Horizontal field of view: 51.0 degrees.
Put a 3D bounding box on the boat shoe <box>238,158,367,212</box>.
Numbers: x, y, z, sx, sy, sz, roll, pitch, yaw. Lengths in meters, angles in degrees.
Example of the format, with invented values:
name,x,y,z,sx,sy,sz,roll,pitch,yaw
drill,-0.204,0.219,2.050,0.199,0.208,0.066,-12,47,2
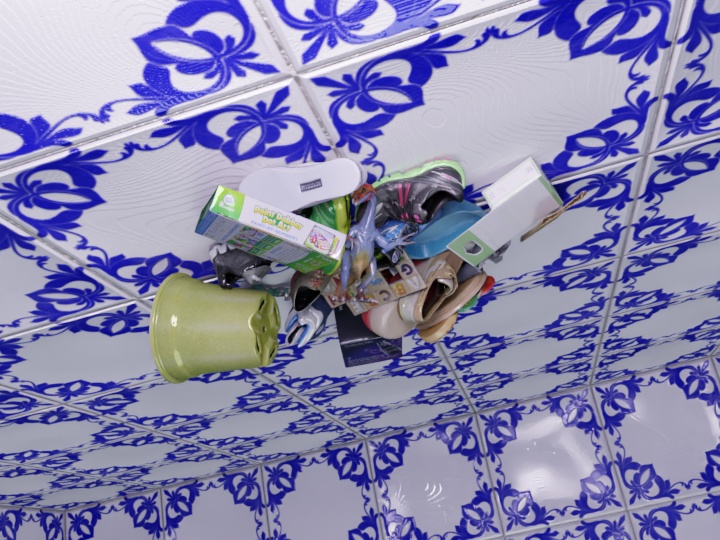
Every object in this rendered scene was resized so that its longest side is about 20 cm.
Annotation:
name,x,y,z,sx,sy,sz,roll,pitch,yaw
boat shoe,-0.083,-0.128,1.123,0.197,0.072,0.070,-12,-177,19

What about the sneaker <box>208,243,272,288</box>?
name,x,y,z,sx,sy,sz,roll,pitch,yaw
sneaker,-0.172,-0.023,1.291,0.198,0.092,0.066,-21,155,23

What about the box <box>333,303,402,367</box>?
name,x,y,z,sx,sy,sz,roll,pitch,yaw
box,0.019,0.140,1.753,0.145,0.106,0.201,-11,158,0

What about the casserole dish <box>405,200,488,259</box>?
name,x,y,z,sx,sy,sz,roll,pitch,yaw
casserole dish,0.145,-0.078,1.389,0.198,0.039,0.120,-28,153,35

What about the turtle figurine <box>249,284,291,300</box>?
name,x,y,z,sx,sy,sz,roll,pitch,yaw
turtle figurine,-0.197,0.079,1.521,0.150,0.100,0.201,-47,170,-29

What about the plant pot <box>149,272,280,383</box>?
name,x,y,z,sx,sy,sz,roll,pitch,yaw
plant pot,-0.248,0.103,1.355,0.181,0.204,0.201,-1,161,16

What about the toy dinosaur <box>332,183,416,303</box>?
name,x,y,z,sx,sy,sz,roll,pitch,yaw
toy dinosaur,-0.011,-0.042,1.209,0.104,0.185,0.199,5,176,-35

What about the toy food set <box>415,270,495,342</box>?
name,x,y,z,sx,sy,sz,roll,pitch,yaw
toy food set,0.197,0.066,1.611,0.197,0.049,0.200,-38,-172,6

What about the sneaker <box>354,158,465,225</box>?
name,x,y,z,sx,sy,sz,roll,pitch,yaw
sneaker,0.077,-0.111,1.215,0.198,0.085,0.076,-22,155,23

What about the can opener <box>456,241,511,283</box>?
name,x,y,z,sx,sy,sz,roll,pitch,yaw
can opener,0.224,-0.025,1.559,0.067,0.054,0.199,41,132,-22

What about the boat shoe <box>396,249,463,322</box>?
name,x,y,z,sx,sy,sz,roll,pitch,yaw
boat shoe,0.153,0.025,1.458,0.066,0.201,0.074,16,151,45

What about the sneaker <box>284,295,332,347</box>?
name,x,y,z,sx,sy,sz,roll,pitch,yaw
sneaker,-0.126,0.116,1.571,0.146,0.080,0.200,-44,175,-43

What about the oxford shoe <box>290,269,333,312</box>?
name,x,y,z,sx,sy,sz,roll,pitch,yaw
oxford shoe,-0.069,-0.002,1.366,0.069,0.075,0.201,18,130,-16

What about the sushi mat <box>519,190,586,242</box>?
name,x,y,z,sx,sy,sz,roll,pitch,yaw
sushi mat,0.348,-0.096,1.376,0.095,0.012,0.200,-33,174,-3

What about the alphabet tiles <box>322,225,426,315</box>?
name,x,y,z,sx,sy,sz,roll,pitch,yaw
alphabet tiles,0.000,0.000,1.406,0.198,0.008,0.168,-23,116,26

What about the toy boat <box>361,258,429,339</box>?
name,x,y,z,sx,sy,sz,roll,pitch,yaw
toy boat,0.072,0.041,1.535,0.199,0.130,0.132,-37,139,-31

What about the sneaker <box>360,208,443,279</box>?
name,x,y,z,sx,sy,sz,roll,pitch,yaw
sneaker,0.061,-0.050,1.294,0.199,0.090,0.079,-36,130,10

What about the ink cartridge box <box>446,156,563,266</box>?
name,x,y,z,sx,sy,sz,roll,pitch,yaw
ink cartridge box,0.246,-0.097,1.321,0.199,0.048,0.145,-35,151,17

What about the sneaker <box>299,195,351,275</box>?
name,x,y,z,sx,sy,sz,roll,pitch,yaw
sneaker,-0.059,-0.076,1.245,0.082,0.075,0.202,8,138,5

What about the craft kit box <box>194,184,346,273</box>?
name,x,y,z,sx,sy,sz,roll,pitch,yaw
craft kit box,-0.141,-0.055,1.130,0.195,0.049,0.200,24,168,-16
